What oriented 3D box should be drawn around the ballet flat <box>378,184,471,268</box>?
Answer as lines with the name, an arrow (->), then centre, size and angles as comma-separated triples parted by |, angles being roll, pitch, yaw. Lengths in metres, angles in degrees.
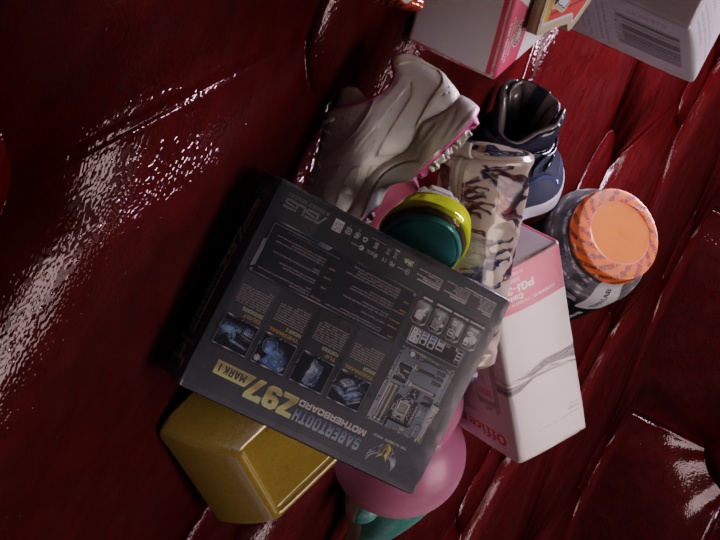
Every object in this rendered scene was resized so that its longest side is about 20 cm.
ballet flat -> 0.048, -0.024, 1.375 | 0.200, 0.066, 0.067 | 105, 7, -65

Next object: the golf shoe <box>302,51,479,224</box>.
golf shoe -> -0.008, -0.078, 1.349 | 0.200, 0.092, 0.075 | -41, -178, -5

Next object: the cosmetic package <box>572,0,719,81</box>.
cosmetic package -> 0.280, -0.316, 1.709 | 0.201, 0.164, 0.165 | -62, 165, -6

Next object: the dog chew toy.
dog chew toy -> 0.039, 0.124, 1.649 | 0.125, 0.124, 0.201 | -45, 148, -49

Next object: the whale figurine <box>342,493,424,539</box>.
whale figurine -> 0.041, 0.230, 1.898 | 0.159, 0.103, 0.201 | -34, 147, -61

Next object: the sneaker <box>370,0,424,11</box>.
sneaker -> 0.009, -0.215, 1.179 | 0.200, 0.073, 0.078 | 30, 77, -77

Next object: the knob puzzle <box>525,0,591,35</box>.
knob puzzle -> 0.200, -0.281, 1.455 | 0.220, 0.030, 0.220 | -56, 160, -32

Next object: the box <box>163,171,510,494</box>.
box -> -0.015, 0.045, 1.287 | 0.158, 0.199, 0.051 | -63, -159, 0

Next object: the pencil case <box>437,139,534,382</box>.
pencil case -> 0.086, -0.014, 1.498 | 0.089, 0.077, 0.201 | -20, 124, -55

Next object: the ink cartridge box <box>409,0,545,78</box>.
ink cartridge box -> 0.128, -0.261, 1.458 | 0.200, 0.084, 0.146 | -41, 151, -51

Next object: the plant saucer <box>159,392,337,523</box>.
plant saucer -> -0.045, 0.105, 1.409 | 0.200, 0.048, 0.200 | -42, 153, -12

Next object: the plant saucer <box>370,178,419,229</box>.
plant saucer -> 0.000, 0.000, 1.491 | 0.201, 0.051, 0.201 | -51, 155, -35

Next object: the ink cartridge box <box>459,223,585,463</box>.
ink cartridge box -> 0.119, 0.053, 1.658 | 0.082, 0.146, 0.201 | -25, 121, -25

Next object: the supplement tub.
supplement tub -> 0.219, -0.012, 1.931 | 0.123, 0.122, 0.200 | -56, -168, -26

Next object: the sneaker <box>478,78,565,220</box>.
sneaker -> 0.169, -0.125, 1.809 | 0.202, 0.077, 0.147 | -37, 152, -56
